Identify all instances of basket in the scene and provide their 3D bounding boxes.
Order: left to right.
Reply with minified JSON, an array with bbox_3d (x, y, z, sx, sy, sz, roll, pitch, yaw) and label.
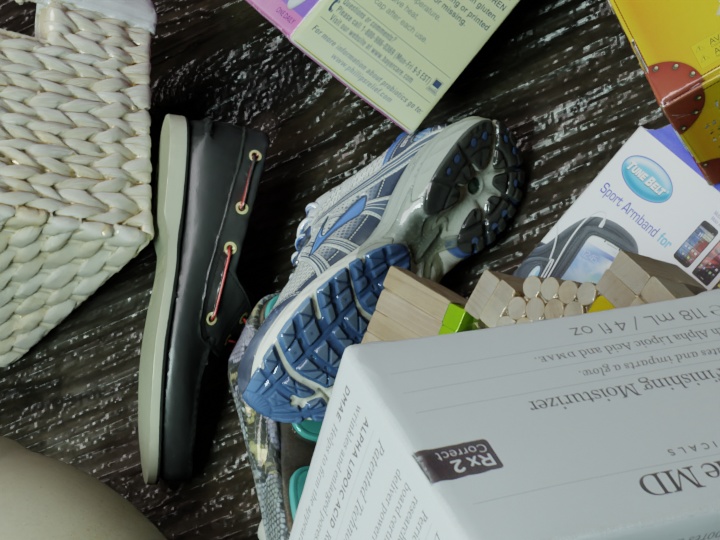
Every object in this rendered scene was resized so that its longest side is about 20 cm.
[{"bbox_3d":[-0.239,-0.063,1.550,0.200,0.198,0.161,-36,50,48],"label":"basket"}]

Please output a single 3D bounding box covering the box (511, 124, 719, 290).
[{"bbox_3d":[0.131,0.022,1.372,0.200,0.041,0.119,-48,49,4],"label":"box"}]

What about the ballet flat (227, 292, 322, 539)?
[{"bbox_3d":[-0.027,0.108,1.439,0.072,0.072,0.200,-29,54,22],"label":"ballet flat"}]

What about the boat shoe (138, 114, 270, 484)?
[{"bbox_3d":[-0.086,0.017,1.510,0.074,0.063,0.201,162,115,-77],"label":"boat shoe"}]

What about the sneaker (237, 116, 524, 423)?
[{"bbox_3d":[0.000,0.000,1.446,0.085,0.077,0.200,12,52,50],"label":"sneaker"}]

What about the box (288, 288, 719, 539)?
[{"bbox_3d":[0.083,0.131,1.199,0.131,0.199,0.200,57,143,39],"label":"box"}]

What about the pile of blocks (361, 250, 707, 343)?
[{"bbox_3d":[0.090,0.038,1.335,0.200,0.062,0.082,-5,78,43],"label":"pile of blocks"}]

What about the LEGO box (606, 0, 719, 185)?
[{"bbox_3d":[0.217,-0.158,1.347,0.200,0.077,0.149,-29,51,11],"label":"LEGO box"}]

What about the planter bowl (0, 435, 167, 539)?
[{"bbox_3d":[-0.150,0.195,1.412,0.135,0.200,0.200,14,75,12],"label":"planter bowl"}]

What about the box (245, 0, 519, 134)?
[{"bbox_3d":[0.023,-0.203,1.495,0.200,0.097,0.176,-50,33,4],"label":"box"}]
